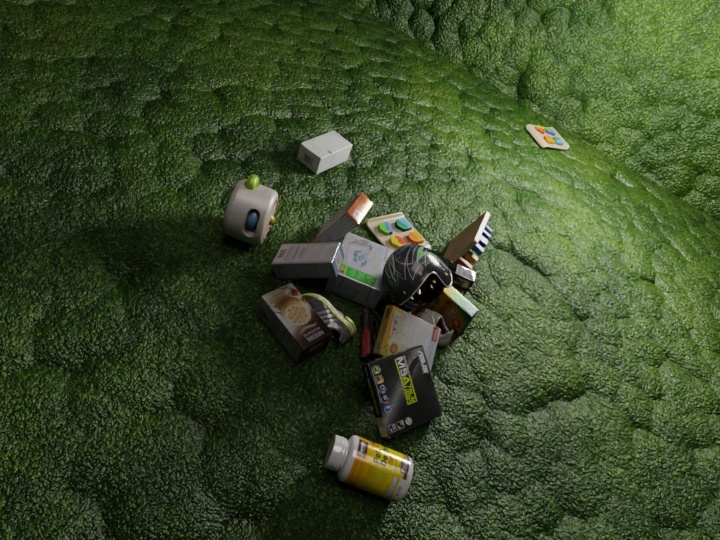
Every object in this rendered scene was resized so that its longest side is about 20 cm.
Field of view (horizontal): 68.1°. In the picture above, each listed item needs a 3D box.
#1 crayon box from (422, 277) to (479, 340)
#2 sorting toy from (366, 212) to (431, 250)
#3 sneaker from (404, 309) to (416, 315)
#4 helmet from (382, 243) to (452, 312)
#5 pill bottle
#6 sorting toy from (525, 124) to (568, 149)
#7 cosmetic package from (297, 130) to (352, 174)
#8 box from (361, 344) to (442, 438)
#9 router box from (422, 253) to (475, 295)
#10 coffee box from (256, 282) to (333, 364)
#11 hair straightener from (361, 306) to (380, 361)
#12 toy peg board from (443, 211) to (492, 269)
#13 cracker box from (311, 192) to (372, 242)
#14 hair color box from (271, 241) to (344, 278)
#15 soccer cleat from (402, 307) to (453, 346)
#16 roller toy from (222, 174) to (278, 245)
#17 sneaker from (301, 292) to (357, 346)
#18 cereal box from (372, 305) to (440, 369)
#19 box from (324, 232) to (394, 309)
[{"bbox_3d":[0.265,0.110,1.707,0.200,0.128,0.051,43,46,18],"label":"crayon box"},{"bbox_3d":[0.141,-0.129,1.933,0.184,0.037,0.201,-15,58,-35],"label":"sorting toy"},{"bbox_3d":[0.122,0.191,1.610,0.085,0.077,0.200,54,45,-16],"label":"sneaker"},{"bbox_3d":[0.158,0.017,1.597,0.189,0.200,0.201,21,41,-31],"label":"helmet"},{"bbox_3d":[0.018,0.465,1.270,0.198,0.110,0.110,22,44,-5],"label":"pill bottle"},{"bbox_3d":[1.019,-0.731,2.896,0.198,0.037,0.186,-5,52,-28],"label":"sorting toy"},{"bbox_3d":[-0.138,-0.463,2.079,0.113,0.082,0.200,38,46,14],"label":"cosmetic package"},{"bbox_3d":[0.114,0.322,1.437,0.191,0.047,0.202,-12,83,-31],"label":"box"},{"bbox_3d":[0.257,0.027,1.761,0.198,0.150,0.051,25,44,-2],"label":"router box"},{"bbox_3d":[-0.185,0.146,1.492,0.114,0.080,0.200,-26,64,-39],"label":"coffee box"},{"bbox_3d":[0.033,0.189,1.597,0.077,0.041,0.201,34,31,-31],"label":"hair straightener"},{"bbox_3d":[0.396,-0.076,1.903,0.098,0.199,0.200,41,44,-7],"label":"toy peg board"},{"bbox_3d":[-0.060,-0.156,1.743,0.058,0.199,0.134,45,43,-13],"label":"cracker box"},{"bbox_3d":[-0.158,-0.031,1.615,0.198,0.061,0.099,-1,41,18],"label":"hair color box"},{"bbox_3d":[0.215,0.147,1.676,0.070,0.087,0.200,-26,64,-40],"label":"soccer cleat"},{"bbox_3d":[-0.333,-0.176,1.649,0.138,0.200,0.184,20,67,-6],"label":"roller toy"},{"bbox_3d":[-0.107,0.140,1.543,0.199,0.074,0.081,33,47,9],"label":"sneaker"},{"bbox_3d":[0.137,0.202,1.530,0.199,0.039,0.145,28,71,-32],"label":"cereal box"},{"bbox_3d":[0.000,0.000,1.705,0.175,0.097,0.201,22,44,-2],"label":"box"}]
